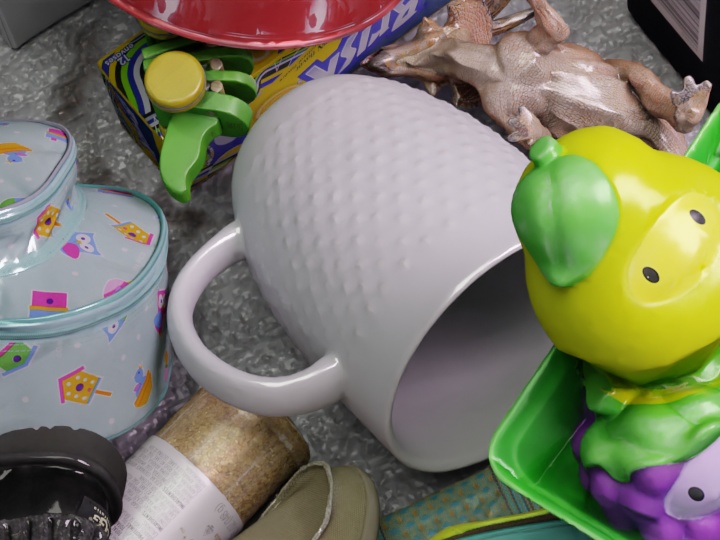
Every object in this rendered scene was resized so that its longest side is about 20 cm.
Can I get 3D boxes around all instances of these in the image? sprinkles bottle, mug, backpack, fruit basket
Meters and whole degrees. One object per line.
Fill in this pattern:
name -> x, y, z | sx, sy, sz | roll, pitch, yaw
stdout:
sprinkles bottle -> -0.113, 0.138, 1.119 | 0.068, 0.068, 0.200 | 37, 73, 22
mug -> 0.000, 0.000, 1.126 | 0.200, 0.148, 0.175 | -30, 53, -20
backpack -> -0.190, 0.009, 1.135 | 0.199, 0.154, 0.176 | 8, 25, 2
fruit basket -> 0.143, 0.021, 0.932 | 0.155, 0.216, 0.216 | 31, 71, 26

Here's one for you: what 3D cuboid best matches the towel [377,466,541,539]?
towel -> 0.081, 0.159, 1.096 | 0.199, 0.022, 0.147 | -25, 62, 6

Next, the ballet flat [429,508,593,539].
ballet flat -> 0.123, 0.128, 1.046 | 0.199, 0.067, 0.067 | -9, 81, 15

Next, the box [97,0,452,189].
box -> -0.040, -0.132, 1.244 | 0.200, 0.070, 0.064 | -37, 67, -11

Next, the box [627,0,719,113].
box -> 0.247, -0.188, 1.193 | 0.200, 0.149, 0.107 | -32, 64, -8

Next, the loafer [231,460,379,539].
loafer -> -0.065, 0.163, 1.071 | 0.068, 0.076, 0.200 | 45, 70, -22

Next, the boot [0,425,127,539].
boot -> -0.206, 0.158, 1.043 | 0.210, 0.080, 0.158 | -15, 43, 19

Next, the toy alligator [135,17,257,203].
toy alligator -> -0.086, -0.130, 1.175 | 0.054, 0.059, 0.201 | -10, 67, 0

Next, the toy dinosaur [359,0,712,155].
toy dinosaur -> 0.108, -0.093, 1.204 | 0.200, 0.136, 0.086 | 31, 92, -5

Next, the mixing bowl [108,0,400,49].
mixing bowl -> -0.054, -0.217, 1.150 | 0.199, 0.109, 0.201 | 8, 49, -9

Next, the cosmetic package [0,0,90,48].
cosmetic package -> -0.144, -0.229, 1.298 | 0.200, 0.085, 0.108 | -33, 69, -11
